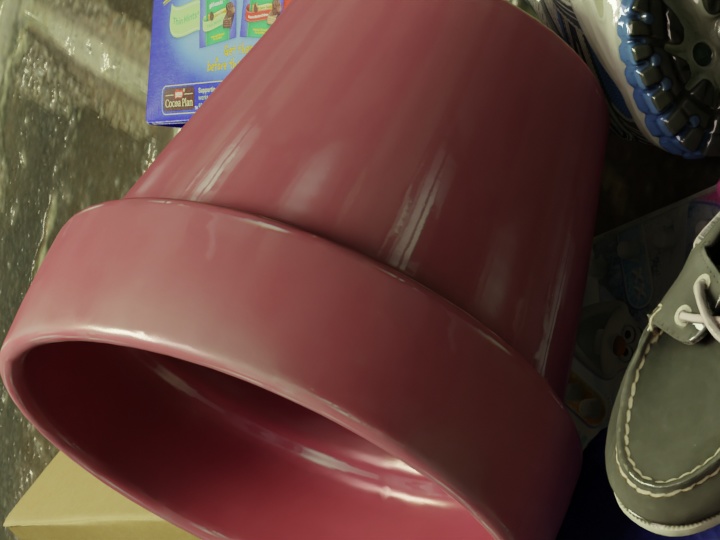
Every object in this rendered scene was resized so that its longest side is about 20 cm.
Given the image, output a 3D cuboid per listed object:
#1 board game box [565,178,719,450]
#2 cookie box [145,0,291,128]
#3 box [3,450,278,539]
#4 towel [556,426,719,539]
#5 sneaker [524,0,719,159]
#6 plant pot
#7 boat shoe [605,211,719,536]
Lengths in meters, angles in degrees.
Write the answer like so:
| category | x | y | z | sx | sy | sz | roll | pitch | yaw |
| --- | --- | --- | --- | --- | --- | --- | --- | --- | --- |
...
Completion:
| category | x | y | z | sx | sy | sz | roll | pitch | yaw |
| --- | --- | --- | --- | --- | --- | --- | --- | --- | --- |
| board game box | 0.109 | 0.077 | 0.716 | 0.200 | 0.026 | 0.200 | -26 | 66 | 50 |
| cookie box | -0.019 | -0.164 | 0.872 | 0.171 | 0.075 | 0.200 | 4 | 90 | 53 |
| box | -0.061 | 0.059 | 0.864 | 0.200 | 0.021 | 0.164 | -9 | 35 | 53 |
| towel | 0.121 | 0.105 | 0.643 | 0.200 | 0.050 | 0.148 | -57 | 39 | 32 |
| sneaker | 0.078 | -0.131 | 0.700 | 0.085 | 0.077 | 0.200 | 0 | 112 | 67 |
| plant pot | 0.000 | 0.000 | 0.682 | 0.200 | 0.200 | 0.179 | -10 | 48 | 53 |
| boat shoe | 0.136 | -0.012 | 0.578 | 0.200 | 0.057 | 0.067 | -49 | 49 | -10 |
